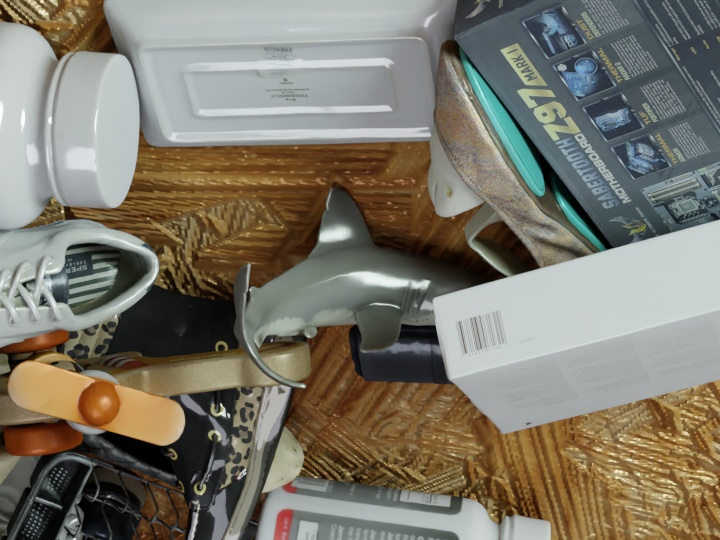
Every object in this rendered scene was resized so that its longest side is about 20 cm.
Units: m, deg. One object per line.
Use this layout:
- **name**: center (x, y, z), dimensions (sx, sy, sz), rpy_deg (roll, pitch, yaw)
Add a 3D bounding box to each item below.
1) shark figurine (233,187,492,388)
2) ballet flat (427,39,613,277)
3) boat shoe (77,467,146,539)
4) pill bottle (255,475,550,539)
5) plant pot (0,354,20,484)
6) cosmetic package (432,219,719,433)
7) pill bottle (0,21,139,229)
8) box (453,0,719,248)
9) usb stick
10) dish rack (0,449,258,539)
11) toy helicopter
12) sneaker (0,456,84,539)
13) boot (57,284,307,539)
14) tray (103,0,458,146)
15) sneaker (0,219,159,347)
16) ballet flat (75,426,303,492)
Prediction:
- **shark figurine**: center (-0.022, 0.000, 0.962), dimensions (0.127, 0.213, 0.091), rpy_deg (12, 105, 42)
- **ballet flat**: center (0.077, -0.041, 0.907), dimensions (0.067, 0.068, 0.200), rpy_deg (-27, 129, 20)
- **boat shoe**: center (-0.216, 0.225, 1.267), dimensions (0.074, 0.062, 0.200), rpy_deg (28, 134, -15)
- **pill bottle**: center (0.028, 0.210, 1.163), dimensions (0.198, 0.115, 0.115), rpy_deg (7, 138, 5)
- **plant pot**: center (-0.306, 0.110, 1.077), dimensions (0.200, 0.202, 0.183), rpy_deg (33, 127, -23)
- **cosmetic package**: center (0.153, 0.031, 0.925), dimensions (0.198, 0.052, 0.151), rpy_deg (-15, 158, 11)
- **pill bottle**: center (-0.226, -0.080, 0.908), dimensions (0.198, 0.112, 0.112), rpy_deg (4, 137, 7)
- **box**: center (0.164, -0.095, 0.855), dimensions (0.157, 0.051, 0.200), rpy_deg (-21, 130, 30)
- **usb stick**: center (0.092, 0.052, 1.040), dimensions (0.198, 0.033, 0.056), rpy_deg (2, 136, 9)
- **dish rack**: center (-0.164, 0.216, 1.168), dimensions (0.199, 0.055, 0.155), rpy_deg (25, 95, -27)
- **toy helicopter**: center (-0.127, 0.062, 0.959), dimensions (0.198, 0.132, 0.080), rpy_deg (-7, 94, -2)
- **sneaker**: center (-0.251, 0.208, 1.190), dimensions (0.075, 0.081, 0.202), rpy_deg (23, 108, 43)
- **boot**: center (-0.128, 0.099, 1.065), dimensions (0.149, 0.073, 0.202), rpy_deg (19, 105, -4)
- **tray**: center (-0.037, -0.104, 0.910), dimensions (0.198, 0.022, 0.108), rpy_deg (0, 135, 12)
- **sneaker**: center (-0.193, 0.008, 0.906), dimensions (0.070, 0.199, 0.074), rpy_deg (-2, 105, 39)
- **ballet flat**: center (-0.135, 0.110, 1.121), dimensions (0.198, 0.067, 0.057), rpy_deg (14, 174, 1)
